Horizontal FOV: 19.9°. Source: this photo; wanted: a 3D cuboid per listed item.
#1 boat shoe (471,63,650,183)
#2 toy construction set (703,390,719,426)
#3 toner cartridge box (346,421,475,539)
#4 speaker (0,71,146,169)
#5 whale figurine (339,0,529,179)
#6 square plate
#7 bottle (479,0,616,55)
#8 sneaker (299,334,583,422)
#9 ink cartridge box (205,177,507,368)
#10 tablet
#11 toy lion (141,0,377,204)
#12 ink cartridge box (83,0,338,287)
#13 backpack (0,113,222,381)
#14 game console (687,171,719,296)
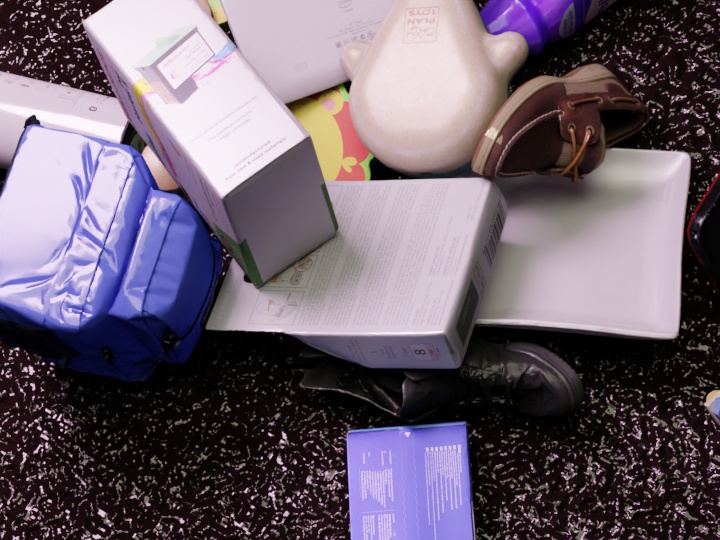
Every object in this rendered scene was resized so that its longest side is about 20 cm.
[{"bbox_3d":[0.163,-0.108,1.613,0.072,0.073,0.199,36,33,22],"label":"boat shoe"},{"bbox_3d":[0.354,0.051,1.508,0.130,0.092,0.201,26,107,-12],"label":"toy construction set"},{"bbox_3d":[0.041,0.216,1.524,0.094,0.043,0.202,-4,64,4],"label":"toner cartridge box"},{"bbox_3d":[-0.278,-0.121,1.710,0.198,0.081,0.082,14,66,13],"label":"speaker"},{"bbox_3d":[0.063,-0.170,1.646,0.158,0.104,0.202,-3,75,21],"label":"whale figurine"},{"bbox_3d":[0.157,-0.022,1.613,0.196,0.029,0.201,3,47,10],"label":"square plate"},{"bbox_3d":[0.169,-0.237,1.711,0.199,0.084,0.065,-37,66,-12],"label":"bottle"},{"bbox_3d":[0.061,0.084,1.561,0.199,0.060,0.104,23,41,24],"label":"sneaker"},{"bbox_3d":[0.000,0.000,1.577,0.198,0.057,0.163,-3,47,26],"label":"ink cartridge box"},{"bbox_3d":[-0.016,-0.223,1.679,0.199,0.014,0.131,-22,90,-22],"label":"tablet"},{"bbox_3d":[-0.078,-0.123,1.686,0.190,0.069,0.202,4,78,3],"label":"toy lion"},{"bbox_3d":[-0.112,-0.109,1.551,0.084,0.145,0.200,-34,63,-9],"label":"ink cartridge box"},{"bbox_3d":[-0.194,0.006,1.571,0.167,0.200,0.164,20,76,11],"label":"backpack"},{"bbox_3d":[0.369,-0.043,1.576,0.118,0.173,0.201,16,63,43],"label":"game console"}]
